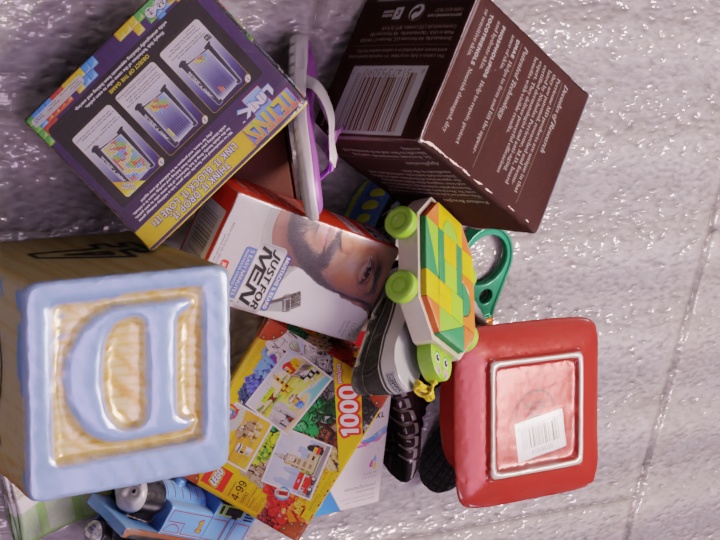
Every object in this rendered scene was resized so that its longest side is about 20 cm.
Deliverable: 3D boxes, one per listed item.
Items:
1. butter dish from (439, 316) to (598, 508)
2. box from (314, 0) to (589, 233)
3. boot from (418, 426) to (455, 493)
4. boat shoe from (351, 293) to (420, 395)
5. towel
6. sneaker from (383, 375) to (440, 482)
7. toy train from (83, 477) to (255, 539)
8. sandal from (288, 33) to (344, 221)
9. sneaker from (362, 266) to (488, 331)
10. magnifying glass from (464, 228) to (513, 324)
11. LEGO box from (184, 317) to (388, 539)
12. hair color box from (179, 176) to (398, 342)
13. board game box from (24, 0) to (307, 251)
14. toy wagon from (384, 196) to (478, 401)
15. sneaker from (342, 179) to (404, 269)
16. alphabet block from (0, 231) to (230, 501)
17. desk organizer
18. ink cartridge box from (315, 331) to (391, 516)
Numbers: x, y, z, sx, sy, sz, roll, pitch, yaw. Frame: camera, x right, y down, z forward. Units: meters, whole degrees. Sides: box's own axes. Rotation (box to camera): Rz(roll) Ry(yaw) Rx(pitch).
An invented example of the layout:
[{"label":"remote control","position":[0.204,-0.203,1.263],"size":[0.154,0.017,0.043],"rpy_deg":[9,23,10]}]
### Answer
[{"label":"butter dish","position":[0.158,0.150,1.611],"size":[0.199,0.147,0.201],"rpy_deg":[-5,97,-31]},{"label":"box","position":[0.091,-0.158,1.436],"size":[0.200,0.165,0.165],"rpy_deg":[33,73,-41]},{"label":"boot","position":[0.167,0.196,1.752],"size":[0.131,0.070,0.201],"rpy_deg":[15,117,-53]},{"label":"boat shoe","position":[0.036,0.051,1.452],"size":[0.071,0.063,0.201],"rpy_deg":[63,30,-27]},{"label":"towel","position":[-0.297,0.174,1.442],"size":[0.148,0.031,0.201],"rpy_deg":[-19,122,-25]},{"label":"sneaker","position":[0.077,0.146,1.660],"size":[0.115,0.076,0.202],"rpy_deg":[-20,122,-29]},{"label":"toy train","position":[-0.204,0.269,1.507],"size":[0.199,0.086,0.115],"rpy_deg":[25,94,-50]},{"label":"sandal","position":[-0.041,-0.145,1.363],"size":[0.049,0.204,0.083],"rpy_deg":[-6,153,1]},{"label":"sneaker","position":[0.074,0.047,1.560],"size":[0.199,0.088,0.076],"rpy_deg":[-7,135,-52]},{"label":"magnifying glass","position":[0.146,0.036,1.686],"size":[0.079,0.022,0.201],"rpy_deg":[-18,124,-27]},{"label":"LEGO box","position":[-0.076,0.156,1.491],"size":[0.148,0.077,0.201],"rpy_deg":[29,107,-4]},{"label":"hair color box","position":[-0.071,-0.010,1.396],"size":[0.199,0.064,0.112],"rpy_deg":[17,104,-36]},{"label":"board game box","position":[-0.174,-0.147,1.289],"size":[0.200,0.057,0.165],"rpy_deg":[-42,103,4]},{"label":"toy wagon","position":[0.076,0.032,1.423],"size":[0.155,0.039,0.202],"rpy_deg":[38,45,-53]},{"label":"sneaker","position":[0.000,0.000,1.535],"size":[0.082,0.071,0.201],"rpy_deg":[26,93,-34]},{"label":"alphabet block","position":[-0.247,0.078,1.297],"size":[0.195,0.199,0.197],"rpy_deg":[-4,101,-32]},{"label":"desk organizer","position":[-0.115,-0.109,1.403],"size":[0.077,0.072,0.201],"rpy_deg":[-21,122,-22]},{"label":"ink cartridge box","position":[-0.033,0.169,1.598],"size":[0.115,0.067,0.202],"rpy_deg":[-9,116,-31]}]
